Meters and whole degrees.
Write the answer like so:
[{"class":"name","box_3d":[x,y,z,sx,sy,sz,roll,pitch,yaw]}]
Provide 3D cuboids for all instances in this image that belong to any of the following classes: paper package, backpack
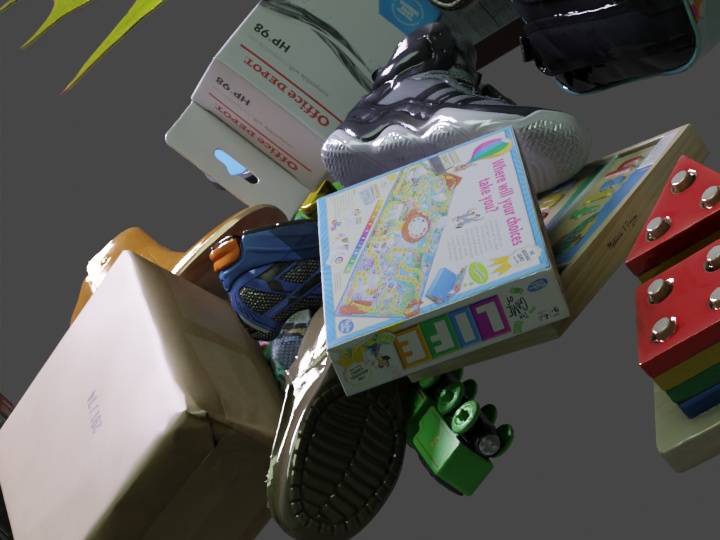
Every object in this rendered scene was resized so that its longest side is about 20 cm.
[{"class":"paper package","box_3d":[-0.143,0.120,1.393,0.191,0.103,0.200,-53,32,16]},{"class":"backpack","box_3d":[0.181,-0.217,1.407,0.153,0.177,0.200,-33,13,-16]}]

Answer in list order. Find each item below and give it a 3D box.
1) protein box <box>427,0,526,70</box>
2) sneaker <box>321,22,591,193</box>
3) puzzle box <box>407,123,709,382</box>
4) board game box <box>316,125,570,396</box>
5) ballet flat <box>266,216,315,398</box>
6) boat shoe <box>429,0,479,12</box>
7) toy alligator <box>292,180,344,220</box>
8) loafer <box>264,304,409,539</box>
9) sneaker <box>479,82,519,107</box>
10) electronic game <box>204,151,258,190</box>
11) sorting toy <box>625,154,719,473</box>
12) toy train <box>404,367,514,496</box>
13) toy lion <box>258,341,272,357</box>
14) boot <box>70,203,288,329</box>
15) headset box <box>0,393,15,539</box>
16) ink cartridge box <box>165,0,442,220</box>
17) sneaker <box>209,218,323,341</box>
[{"class":"protein box","box_3d":[0.082,-0.270,1.694,0.199,0.135,0.199,-28,29,30]},{"class":"sneaker","box_3d":[0.071,-0.111,1.419,0.199,0.076,0.115,-2,52,35]},{"class":"puzzle box","box_3d":[0.118,-0.011,1.305,0.133,0.026,0.200,-22,19,48]},{"class":"board game box","box_3d":[0.043,-0.010,1.254,0.133,0.034,0.200,-20,26,8]},{"class":"ballet flat","box_3d":[-0.023,0.029,1.485,0.074,0.074,0.201,-31,32,26]},{"class":"boat shoe","box_3d":[0.080,-0.276,1.518,0.065,0.073,0.201,-26,-41,-55]},{"class":"toy alligator","box_3d":[-0.012,-0.045,1.576,0.054,0.059,0.200,-44,25,-9]},{"class":"loafer","box_3d":[-0.012,0.086,1.307,0.067,0.076,0.201,-38,26,50]},{"class":"sneaker","box_3d":[0.062,-0.100,1.539,0.091,0.076,0.200,-47,23,3]},{"class":"electronic game","box_3d":[-0.057,-0.146,1.824,0.199,0.042,0.201,-34,26,19]},{"class":"sorting toy","box_3d":[0.231,-0.019,1.157,0.199,0.070,0.200,-32,27,25]},{"class":"toy train","box_3d":[0.042,0.080,1.329,0.057,0.042,0.200,-53,24,6]},{"class":"toy lion","box_3d":[-0.138,0.088,1.572,0.191,0.069,0.201,10,58,52]},{"class":"boot","box_3d":[-0.140,0.001,1.535,0.202,0.071,0.144,-51,36,14]},{"class":"headset box","box_3d":[-0.325,0.150,1.642,0.075,0.149,0.201,-33,28,21]},{"class":"ink cartridge box","box_3d":[-0.040,-0.142,1.553,0.201,0.115,0.067,-55,3,-32]},{"class":"sneaker","box_3d":[0.000,0.000,1.419,0.198,0.079,0.075,-11,-2,-14]}]
